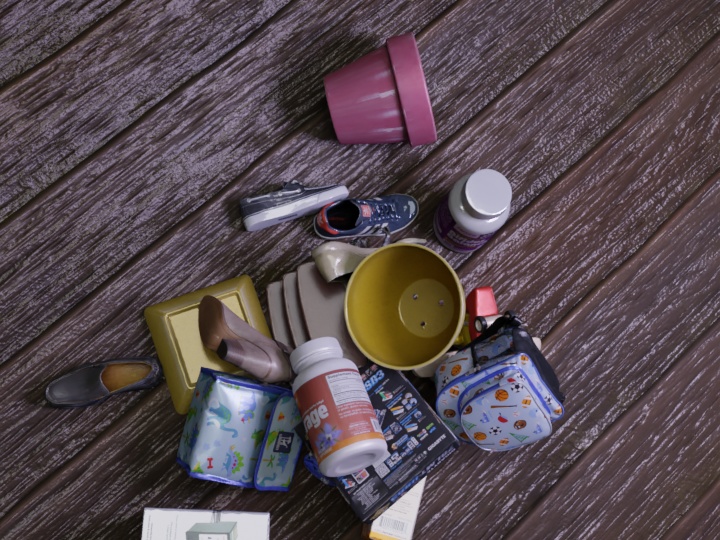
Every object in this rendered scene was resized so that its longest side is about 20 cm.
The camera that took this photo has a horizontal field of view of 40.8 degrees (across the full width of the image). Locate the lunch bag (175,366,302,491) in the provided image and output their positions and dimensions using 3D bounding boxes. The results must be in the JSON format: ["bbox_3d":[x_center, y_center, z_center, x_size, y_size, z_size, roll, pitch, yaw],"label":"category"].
[{"bbox_3d":[-0.185,0.269,1.610,0.199,0.127,0.171,18,87,-26],"label":"lunch bag"}]

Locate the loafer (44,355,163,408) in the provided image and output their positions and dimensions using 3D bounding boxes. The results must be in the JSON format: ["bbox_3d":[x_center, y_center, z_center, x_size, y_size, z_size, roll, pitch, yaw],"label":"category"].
[{"bbox_3d":[-0.435,0.182,1.629,0.198,0.072,0.073,-17,80,-11],"label":"loafer"}]

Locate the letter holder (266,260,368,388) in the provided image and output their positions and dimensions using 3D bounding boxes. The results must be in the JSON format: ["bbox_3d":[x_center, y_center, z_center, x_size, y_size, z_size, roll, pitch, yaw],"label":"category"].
[{"bbox_3d":[-0.082,0.094,1.687,0.141,0.101,0.202,-14,78,-9],"label":"letter holder"}]

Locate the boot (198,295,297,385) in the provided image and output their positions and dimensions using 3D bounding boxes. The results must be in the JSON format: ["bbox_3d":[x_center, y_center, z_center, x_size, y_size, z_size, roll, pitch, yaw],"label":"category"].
[{"bbox_3d":[-0.184,0.121,1.623,0.145,0.200,0.071,20,113,-33],"label":"boot"}]

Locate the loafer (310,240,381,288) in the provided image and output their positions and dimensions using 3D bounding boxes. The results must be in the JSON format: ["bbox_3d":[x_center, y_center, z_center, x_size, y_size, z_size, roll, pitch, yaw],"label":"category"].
[{"bbox_3d":[0.000,0.000,1.646,0.199,0.075,0.069,7,66,-39],"label":"loafer"}]

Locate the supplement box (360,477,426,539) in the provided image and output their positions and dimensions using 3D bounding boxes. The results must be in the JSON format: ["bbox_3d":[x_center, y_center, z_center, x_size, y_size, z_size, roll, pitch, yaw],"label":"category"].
[{"bbox_3d":[0.063,0.358,1.628,0.073,0.126,0.202,16,74,-2],"label":"supplement box"}]

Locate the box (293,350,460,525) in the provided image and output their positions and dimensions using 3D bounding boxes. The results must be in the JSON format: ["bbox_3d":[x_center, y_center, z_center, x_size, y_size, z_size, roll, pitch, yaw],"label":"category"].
[{"bbox_3d":[0.025,0.269,1.568,0.200,0.050,0.199,-41,62,-2],"label":"box"}]

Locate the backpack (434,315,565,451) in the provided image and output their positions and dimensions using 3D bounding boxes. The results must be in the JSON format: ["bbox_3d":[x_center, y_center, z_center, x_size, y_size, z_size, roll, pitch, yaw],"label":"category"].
[{"bbox_3d":[0.218,0.205,1.580,0.189,0.154,0.201,-23,117,25],"label":"backpack"}]

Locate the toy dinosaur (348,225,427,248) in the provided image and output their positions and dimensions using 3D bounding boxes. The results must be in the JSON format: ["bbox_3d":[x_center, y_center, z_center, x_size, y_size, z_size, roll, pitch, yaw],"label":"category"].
[{"bbox_3d":[0.031,-0.031,1.751,0.200,0.047,0.089,-38,119,-22],"label":"toy dinosaur"}]

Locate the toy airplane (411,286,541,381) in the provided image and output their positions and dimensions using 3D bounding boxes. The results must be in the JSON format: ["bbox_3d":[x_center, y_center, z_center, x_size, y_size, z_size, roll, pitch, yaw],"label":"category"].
[{"bbox_3d":[0.205,0.145,1.709,0.200,0.141,0.199,41,87,-31],"label":"toy airplane"}]

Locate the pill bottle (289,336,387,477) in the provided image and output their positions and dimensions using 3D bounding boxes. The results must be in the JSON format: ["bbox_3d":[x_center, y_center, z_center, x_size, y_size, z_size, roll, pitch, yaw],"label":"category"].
[{"bbox_3d":[-0.042,0.212,1.523,0.111,0.112,0.201,-17,63,-12],"label":"pill bottle"}]

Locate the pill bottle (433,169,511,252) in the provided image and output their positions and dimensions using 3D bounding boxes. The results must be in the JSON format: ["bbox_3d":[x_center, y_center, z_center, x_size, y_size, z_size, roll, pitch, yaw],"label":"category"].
[{"bbox_3d":[0.202,-0.108,1.724,0.111,0.200,0.113,2,76,-7],"label":"pill bottle"}]

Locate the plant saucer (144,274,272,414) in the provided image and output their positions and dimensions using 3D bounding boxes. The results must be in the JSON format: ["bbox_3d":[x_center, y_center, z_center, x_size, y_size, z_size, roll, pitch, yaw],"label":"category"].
[{"bbox_3d":[-0.254,0.123,1.682,0.199,0.048,0.201,-19,80,-12],"label":"plant saucer"}]

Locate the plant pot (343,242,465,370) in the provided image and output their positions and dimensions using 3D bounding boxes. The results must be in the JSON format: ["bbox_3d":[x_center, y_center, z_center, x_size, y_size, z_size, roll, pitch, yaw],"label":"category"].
[{"bbox_3d":[0.090,0.061,1.591,0.198,0.142,0.202,-2,85,21],"label":"plant pot"}]

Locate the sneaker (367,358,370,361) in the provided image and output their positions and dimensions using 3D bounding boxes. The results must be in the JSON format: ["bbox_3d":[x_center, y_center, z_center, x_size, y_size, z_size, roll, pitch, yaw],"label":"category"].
[{"bbox_3d":[0.050,0.104,1.729,0.072,0.085,0.201,-2,54,20],"label":"sneaker"}]

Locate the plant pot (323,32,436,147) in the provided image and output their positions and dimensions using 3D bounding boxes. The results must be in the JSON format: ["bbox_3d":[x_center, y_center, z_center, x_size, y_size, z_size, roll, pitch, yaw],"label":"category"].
[{"bbox_3d":[0.033,-0.313,1.769,0.178,0.200,0.202,-14,78,5],"label":"plant pot"}]

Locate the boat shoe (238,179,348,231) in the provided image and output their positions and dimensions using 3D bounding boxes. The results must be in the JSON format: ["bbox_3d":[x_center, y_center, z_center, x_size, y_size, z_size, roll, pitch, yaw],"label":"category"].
[{"bbox_3d":[-0.122,-0.132,1.756,0.198,0.072,0.068,-18,80,-5],"label":"boat shoe"}]

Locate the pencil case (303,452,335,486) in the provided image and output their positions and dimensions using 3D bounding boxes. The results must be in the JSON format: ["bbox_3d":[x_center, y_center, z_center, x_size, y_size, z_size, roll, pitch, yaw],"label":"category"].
[{"bbox_3d":[-0.023,0.272,1.659,0.201,0.078,0.087,-57,131,-17],"label":"pencil case"}]

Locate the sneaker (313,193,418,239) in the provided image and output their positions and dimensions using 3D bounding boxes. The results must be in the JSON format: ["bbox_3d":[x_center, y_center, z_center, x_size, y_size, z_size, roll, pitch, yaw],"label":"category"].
[{"bbox_3d":[0.015,-0.102,1.756,0.198,0.085,0.076,-14,78,-11],"label":"sneaker"}]

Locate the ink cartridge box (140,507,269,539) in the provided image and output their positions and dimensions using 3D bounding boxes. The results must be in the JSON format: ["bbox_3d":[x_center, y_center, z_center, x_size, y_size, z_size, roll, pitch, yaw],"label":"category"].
[{"bbox_3d":[-0.247,0.429,1.557,0.198,0.146,0.085,4,74,-8],"label":"ink cartridge box"}]
